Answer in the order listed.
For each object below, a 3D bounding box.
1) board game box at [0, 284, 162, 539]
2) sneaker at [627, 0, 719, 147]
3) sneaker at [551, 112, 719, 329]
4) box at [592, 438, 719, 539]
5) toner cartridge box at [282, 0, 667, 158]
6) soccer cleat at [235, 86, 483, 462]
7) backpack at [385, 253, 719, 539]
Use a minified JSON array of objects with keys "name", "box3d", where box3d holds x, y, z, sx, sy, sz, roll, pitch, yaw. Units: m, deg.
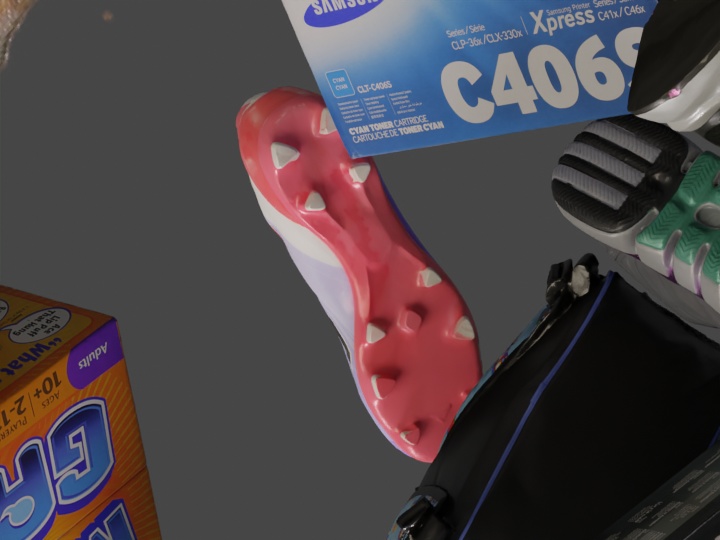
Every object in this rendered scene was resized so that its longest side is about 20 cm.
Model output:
[{"name":"board game box","box3d":[-0.256,0.136,1.447,0.199,0.200,0.200,14,126,34]},{"name":"sneaker","box3d":[0.196,-0.112,0.988,0.086,0.081,0.200,29,135,-23]},{"name":"sneaker","box3d":[0.172,0.003,1.072,0.200,0.074,0.088,36,172,36]},{"name":"box","box3d":[0.187,0.139,1.064,0.046,0.200,0.159,3,120,54]},{"name":"toner cartridge box","box3d":[0.060,-0.109,1.117,0.200,0.043,0.095,-7,112,44]},{"name":"soccer cleat","box3d":[0.000,0.000,1.244,0.200,0.067,0.076,62,168,-20]},{"name":"backpack","box3d":[0.086,0.119,1.162,0.134,0.183,0.200,32,152,1]}]
